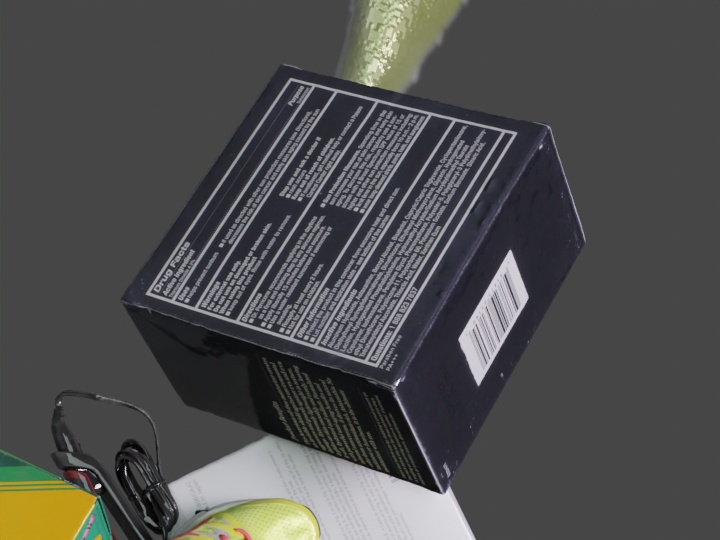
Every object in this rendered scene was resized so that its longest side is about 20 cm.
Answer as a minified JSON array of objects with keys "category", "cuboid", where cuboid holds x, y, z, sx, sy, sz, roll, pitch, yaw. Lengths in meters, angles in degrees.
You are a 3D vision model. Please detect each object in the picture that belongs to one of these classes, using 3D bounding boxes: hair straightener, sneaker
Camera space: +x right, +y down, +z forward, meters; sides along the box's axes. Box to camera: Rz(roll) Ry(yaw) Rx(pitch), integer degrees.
[{"category":"hair straightener","cuboid":[-0.128,0.158,1.303,0.077,0.041,0.201,-24,80,-29]},{"category":"sneaker","cuboid":[-0.094,0.185,1.231,0.200,0.090,0.078,-27,87,-35]}]

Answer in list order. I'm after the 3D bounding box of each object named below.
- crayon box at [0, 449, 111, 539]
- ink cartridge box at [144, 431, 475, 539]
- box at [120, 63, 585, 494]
[{"category":"crayon box","cuboid":[-0.234,0.190,1.147,0.118,0.058,0.201,23,64,13]},{"category":"ink cartridge box","cuboid":[-0.014,0.189,1.335,0.173,0.044,0.201,-26,86,-2]},{"category":"box","cuboid":[0.000,0.000,1.301,0.198,0.123,0.200,17,61,30]}]
